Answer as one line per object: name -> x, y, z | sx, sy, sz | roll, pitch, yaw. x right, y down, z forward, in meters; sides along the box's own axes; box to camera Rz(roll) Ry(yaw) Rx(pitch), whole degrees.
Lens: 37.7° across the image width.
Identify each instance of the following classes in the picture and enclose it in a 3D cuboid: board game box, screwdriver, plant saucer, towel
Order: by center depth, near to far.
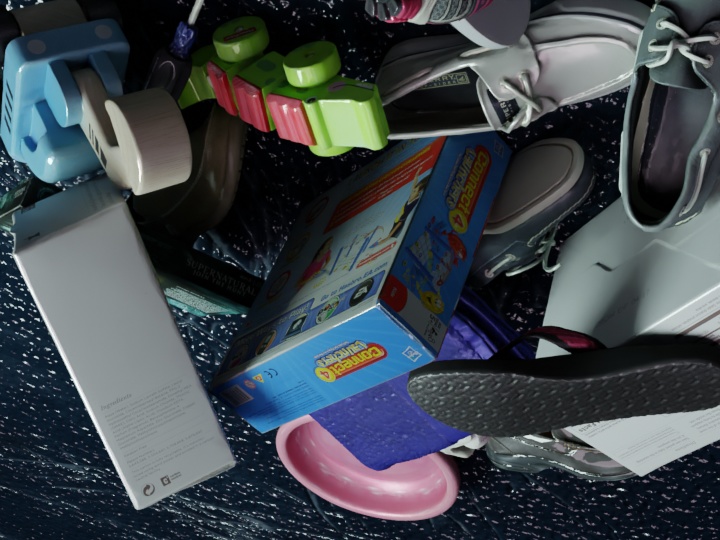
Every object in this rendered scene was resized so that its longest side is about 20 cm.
screwdriver -> -0.107, -0.175, 0.695 | 0.028, 0.029, 0.201 | 29, 128, -5
board game box -> 0.000, 0.000, 0.756 | 0.056, 0.197, 0.199 | 41, 139, -19
towel -> 0.036, 0.080, 0.839 | 0.148, 0.050, 0.199 | 45, 133, -16
board game box -> -0.186, -0.014, 0.840 | 0.198, 0.029, 0.135 | 26, 165, -26
plant saucer -> 0.011, 0.189, 1.104 | 0.197, 0.051, 0.202 | 12, 141, 10

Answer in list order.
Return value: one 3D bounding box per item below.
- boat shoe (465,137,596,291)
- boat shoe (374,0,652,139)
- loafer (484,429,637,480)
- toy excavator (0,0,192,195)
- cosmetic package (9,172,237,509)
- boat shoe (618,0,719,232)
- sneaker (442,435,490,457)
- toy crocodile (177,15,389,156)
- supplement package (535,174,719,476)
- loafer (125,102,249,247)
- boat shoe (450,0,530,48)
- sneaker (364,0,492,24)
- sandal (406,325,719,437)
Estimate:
boat shoe -> 0.109, -0.029, 0.773 | 0.061, 0.076, 0.200 | 34, 142, -15
boat shoe -> 0.093, -0.121, 0.675 | 0.197, 0.066, 0.072 | -1, 138, 26
loafer -> 0.192, 0.140, 0.945 | 0.197, 0.073, 0.073 | -8, 130, 31
toy excavator -> -0.181, -0.103, 0.710 | 0.202, 0.099, 0.195 | 59, 148, 17
cosmetic package -> -0.164, 0.045, 0.729 | 0.080, 0.113, 0.203 | -23, 113, -12
boat shoe -> 0.189, -0.114, 0.592 | 0.072, 0.062, 0.203 | 21, 120, 23
sneaker -> 0.081, 0.099, 0.930 | 0.099, 0.075, 0.201 | 29, 151, 18
toy crocodile -> -0.057, -0.120, 0.716 | 0.199, 0.062, 0.068 | 27, 145, 39
supplement package -> 0.224, 0.018, 0.709 | 0.110, 0.157, 0.200 | 32, 141, -13
loafer -> -0.144, -0.066, 0.840 | 0.066, 0.077, 0.200 | 18, 145, -20
boat shoe -> 0.024, -0.207, 0.613 | 0.200, 0.069, 0.056 | 44, 157, -26
sneaker -> 0.048, -0.229, 0.537 | 0.074, 0.081, 0.203 | -6, 122, -33
sandal -> 0.128, 0.064, 0.658 | 0.196, 0.046, 0.076 | -6, 141, 12
